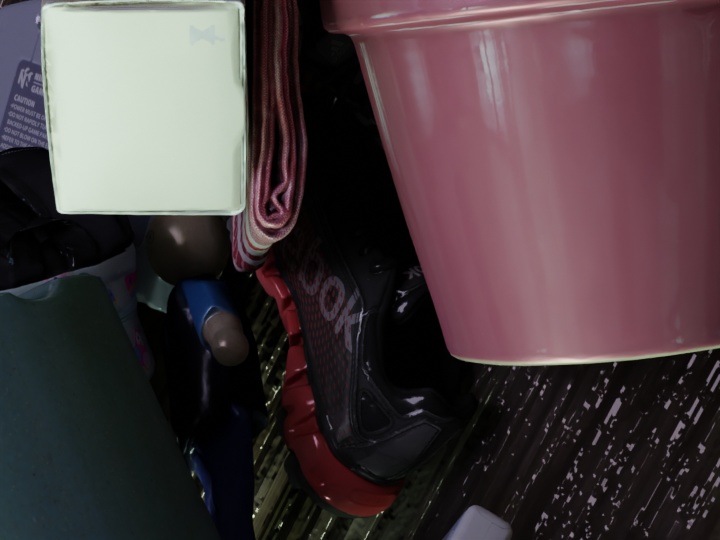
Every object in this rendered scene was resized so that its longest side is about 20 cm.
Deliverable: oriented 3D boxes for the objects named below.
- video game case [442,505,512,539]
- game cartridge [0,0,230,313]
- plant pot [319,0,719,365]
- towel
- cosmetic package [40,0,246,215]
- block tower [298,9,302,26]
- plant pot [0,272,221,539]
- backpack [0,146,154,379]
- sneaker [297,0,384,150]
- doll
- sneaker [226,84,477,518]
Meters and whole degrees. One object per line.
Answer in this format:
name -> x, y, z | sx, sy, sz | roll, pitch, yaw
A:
video game case -> -0.016, 0.204, 1.007 | 0.201, 0.023, 0.182 | -59, 0, -31
game cartridge -> -0.126, -0.064, 1.298 | 0.199, 0.041, 0.134 | 22, 101, 45
plant pot -> 0.087, -0.062, 0.985 | 0.199, 0.199, 0.180 | 0, 98, 45
towel -> -0.037, -0.076, 1.032 | 0.200, 0.023, 0.145 | 140, 131, -83
cosmetic package -> -0.079, -0.125, 0.972 | 0.201, 0.071, 0.106 | -94, 4, -45
block tower -> -0.111, -0.155, 1.185 | 0.054, 0.199, 0.058 | -23, 61, 41
plant pot -> -0.138, 0.117, 1.014 | 0.200, 0.200, 0.197 | -23, 86, 40
backpack -> -0.172, 0.023, 1.192 | 0.200, 0.166, 0.127 | 14, 123, 54
sneaker -> 0.017, -0.077, 1.122 | 0.074, 0.081, 0.201 | -49, 51, 27
doll -> -0.065, 0.061, 1.163 | 0.137, 0.048, 0.201 | 102, 162, -65
sneaker -> 0.000, 0.000, 1.132 | 0.098, 0.071, 0.202 | -32, 63, 37
